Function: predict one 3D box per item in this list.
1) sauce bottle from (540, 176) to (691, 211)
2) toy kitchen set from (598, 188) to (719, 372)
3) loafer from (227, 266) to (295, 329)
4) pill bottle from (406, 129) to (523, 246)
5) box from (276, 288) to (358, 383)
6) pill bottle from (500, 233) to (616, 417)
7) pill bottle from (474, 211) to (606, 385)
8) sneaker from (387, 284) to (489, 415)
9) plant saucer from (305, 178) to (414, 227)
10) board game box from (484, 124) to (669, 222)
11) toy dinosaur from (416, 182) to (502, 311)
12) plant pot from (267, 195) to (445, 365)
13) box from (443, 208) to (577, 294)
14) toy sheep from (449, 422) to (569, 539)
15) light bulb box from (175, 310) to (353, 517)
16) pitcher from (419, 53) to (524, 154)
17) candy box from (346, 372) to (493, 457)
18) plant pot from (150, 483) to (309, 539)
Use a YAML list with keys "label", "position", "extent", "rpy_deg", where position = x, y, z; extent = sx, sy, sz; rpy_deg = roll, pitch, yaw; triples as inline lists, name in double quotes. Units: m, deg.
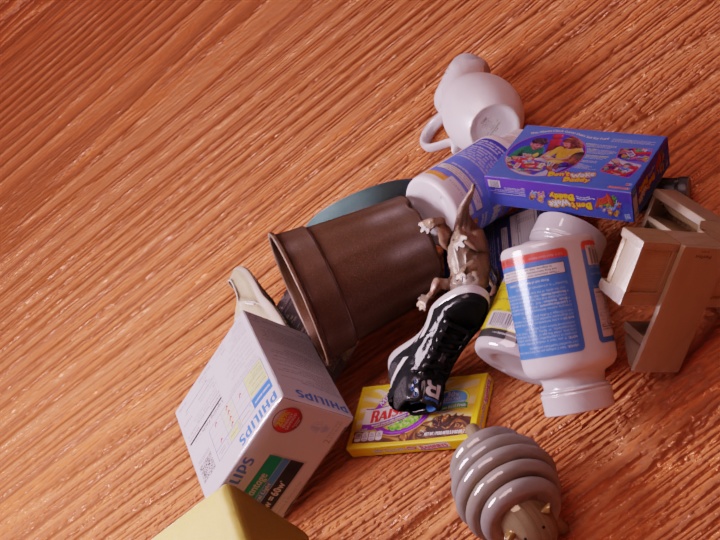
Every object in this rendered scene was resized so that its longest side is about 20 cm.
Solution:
- label: "sauce bottle"
  position: [0.337, -0.105, 1.545]
  extent: [0.200, 0.066, 0.066]
  rpy_deg: [5, 57, 23]
- label: "toy kitchen set"
  position: [0.337, 0.007, 1.389]
  extent: [0.180, 0.200, 0.163]
  rpy_deg: [46, 127, 52]
- label: "loafer"
  position: [-0.161, 0.062, 1.746]
  extent: [0.068, 0.076, 0.200]
  rpy_deg: [-38, 38, -4]
- label: "pill bottle"
  position: [0.171, -0.124, 1.646]
  extent: [0.200, 0.112, 0.112]
  rpy_deg: [-31, 32, -29]
- label: "box"
  position: [-0.057, 0.064, 1.755]
  extent: [0.158, 0.048, 0.200]
  rpy_deg: [9, 61, 44]
- label: "pill bottle"
  position: [0.234, 0.065, 1.346]
  extent: [0.112, 0.112, 0.200]
  rpy_deg: [-13, 84, 32]
- label: "pill bottle"
  position: [0.233, 0.034, 1.470]
  extent: [0.114, 0.114, 0.200]
  rpy_deg: [10, 67, 45]
- label: "sneaker"
  position: [0.105, 0.116, 1.481]
  extent: [0.200, 0.073, 0.112]
  rpy_deg: [-51, 27, 39]
- label: "plant saucer"
  position: [0.014, -0.076, 1.739]
  extent: [0.200, 0.200, 0.036]
  rpy_deg: [-26, 75, 19]
- label: "board game box"
  position: [0.281, -0.130, 1.501]
  extent: [0.200, 0.045, 0.134]
  rpy_deg: [10, 42, 33]
- label: "toy dinosaur"
  position: [0.147, -0.013, 1.535]
  extent: [0.086, 0.135, 0.200]
  rpy_deg: [-2, 90, 42]
- label: "plant pot"
  position: [0.000, 0.000, 1.613]
  extent: [0.198, 0.200, 0.200]
  rpy_deg: [-25, 38, -8]
- label: "box"
  position: [0.210, -0.027, 1.623]
  extent: [0.200, 0.032, 0.121]
  rpy_deg: [-20, 44, 23]
- label: "toy sheep"
  position: [0.166, 0.248, 1.329]
  extent: [0.138, 0.138, 0.200]
  rpy_deg: [-41, 38, 2]
- label: "light bulb box"
  position: [-0.138, 0.200, 1.593]
  extent: [0.198, 0.125, 0.200]
  rpy_deg: [-56, 36, 18]
- label: "pitcher"
  position: [0.166, -0.234, 1.803]
  extent: [0.172, 0.121, 0.200]
  rpy_deg: [-56, 25, 17]
- label: "candy box"
  position: [0.078, 0.193, 1.540]
  extent: [0.200, 0.026, 0.102]
  rpy_deg: [-11, 45, 33]
- label: "plant pot"
  position: [-0.152, 0.420, 1.403]
  extent: [0.194, 0.196, 0.200]
  rpy_deg: [-38, 45, 6]
